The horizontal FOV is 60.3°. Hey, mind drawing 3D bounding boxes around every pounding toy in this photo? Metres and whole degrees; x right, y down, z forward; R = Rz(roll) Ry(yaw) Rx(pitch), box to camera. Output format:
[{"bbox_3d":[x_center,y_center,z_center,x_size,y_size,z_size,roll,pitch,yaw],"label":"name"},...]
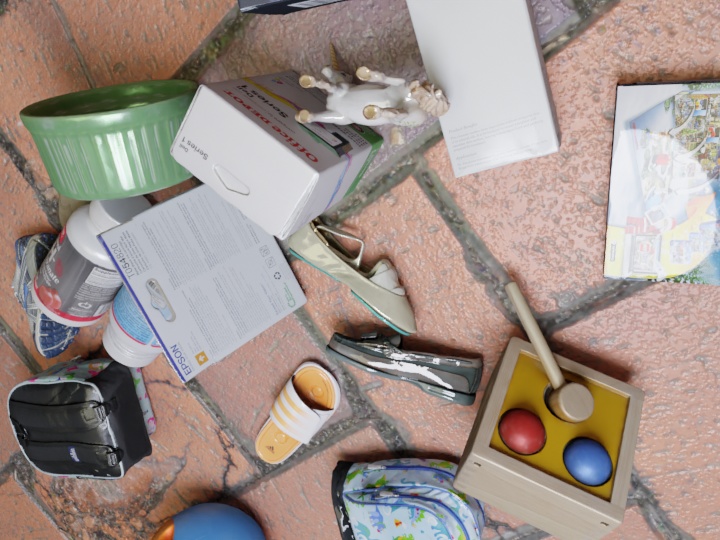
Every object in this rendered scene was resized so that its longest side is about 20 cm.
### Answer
[{"bbox_3d":[0.205,0.154,0.686,0.183,0.200,0.143,22,144,11],"label":"pounding toy"}]

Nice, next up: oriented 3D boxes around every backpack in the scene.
[{"bbox_3d":[0.068,0.331,0.829,0.199,0.154,0.164,-14,98,11],"label":"backpack"},{"bbox_3d":[-0.429,0.223,0.955,0.199,0.151,0.179,-8,104,15],"label":"backpack"}]

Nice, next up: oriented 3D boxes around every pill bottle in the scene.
[{"bbox_3d":[-0.275,0.042,0.854,0.109,0.109,0.200,43,118,0],"label":"pill bottle"},{"bbox_3d":[-0.367,-0.022,0.863,0.111,0.111,0.200,44,118,0],"label":"pill bottle"}]

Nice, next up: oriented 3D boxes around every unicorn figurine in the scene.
[{"bbox_3d":[-0.001,-0.175,0.624,0.199,0.137,0.074,28,113,25],"label":"unicorn figurine"}]

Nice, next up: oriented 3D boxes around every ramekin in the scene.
[{"bbox_3d":[-0.282,-0.158,0.736,0.199,0.200,0.098,4,118,19],"label":"ramekin"}]

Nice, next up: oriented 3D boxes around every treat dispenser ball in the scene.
[{"bbox_3d":[-0.234,0.461,0.943,0.200,0.201,0.202,7,112,18],"label":"treat dispenser ball"}]

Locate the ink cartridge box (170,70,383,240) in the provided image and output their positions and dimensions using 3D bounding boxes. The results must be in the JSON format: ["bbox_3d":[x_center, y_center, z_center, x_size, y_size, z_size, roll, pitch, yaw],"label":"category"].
[{"bbox_3d":[-0.079,-0.133,0.663,0.145,0.200,0.084,37,119,3],"label":"ink cartridge box"}]

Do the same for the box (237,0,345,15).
[{"bbox_3d":[-0.054,-0.374,0.616,0.148,0.107,0.201,-3,108,22],"label":"box"}]

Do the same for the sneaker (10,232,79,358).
[{"bbox_3d":[-0.492,0.036,0.962,0.085,0.077,0.201,10,106,27],"label":"sneaker"}]

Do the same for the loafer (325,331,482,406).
[{"bbox_3d":[0.057,0.108,0.788,0.199,0.072,0.063,19,95,5],"label":"loafer"}]

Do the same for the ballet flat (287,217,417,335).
[{"bbox_3d":[0.000,0.000,0.764,0.200,0.069,0.070,35,117,5],"label":"ballet flat"}]

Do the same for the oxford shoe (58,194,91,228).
[{"bbox_3d":[-0.396,-0.135,0.851,0.070,0.075,0.201,25,116,10],"label":"oxford shoe"}]

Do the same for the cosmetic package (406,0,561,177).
[{"bbox_3d":[0.127,-0.208,0.627,0.112,0.081,0.201,-10,105,23],"label":"cosmetic package"}]

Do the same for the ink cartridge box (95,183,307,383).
[{"bbox_3d":[-0.189,0.003,0.762,0.041,0.200,0.200,-14,106,54],"label":"ink cartridge box"}]

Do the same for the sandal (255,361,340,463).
[{"bbox_3d":[-0.099,0.221,0.883,0.079,0.059,0.207,35,117,5],"label":"sandal"}]

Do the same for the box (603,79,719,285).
[{"bbox_3d":[0.323,-0.086,0.623,0.136,0.038,0.201,4,111,19],"label":"box"}]
